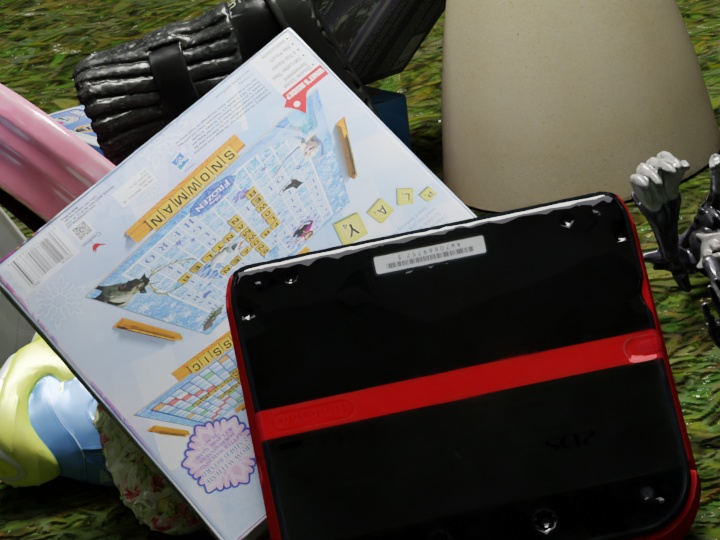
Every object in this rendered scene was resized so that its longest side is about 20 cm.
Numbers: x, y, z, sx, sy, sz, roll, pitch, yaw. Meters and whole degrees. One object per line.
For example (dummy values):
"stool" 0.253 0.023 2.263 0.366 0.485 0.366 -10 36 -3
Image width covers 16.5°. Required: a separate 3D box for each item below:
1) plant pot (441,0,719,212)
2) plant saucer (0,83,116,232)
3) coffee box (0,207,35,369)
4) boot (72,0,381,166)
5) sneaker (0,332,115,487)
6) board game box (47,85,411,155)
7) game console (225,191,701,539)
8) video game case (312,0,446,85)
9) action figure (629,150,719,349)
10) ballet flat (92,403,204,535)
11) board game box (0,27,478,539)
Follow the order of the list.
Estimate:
"plant pot" 0.131 -0.164 1.620 0.187 0.200 0.187 -9 21 4
"plant saucer" -0.178 -0.042 1.526 0.051 0.201 0.201 -52 31 -7
"coffee box" -0.244 -0.004 1.496 0.080 0.113 0.200 -40 28 -8
"boot" -0.066 -0.073 1.533 0.158 0.211 0.079 -30 18 4
"sneaker" -0.130 0.047 1.363 0.105 0.076 0.200 15 52 10
"board game box" -0.101 -0.086 1.717 0.196 0.056 0.200 -18 21 -32
"game console" 0.047 0.062 1.156 0.200 0.177 0.031 -12 -23 -2
"video game case" 0.002 -0.167 1.635 0.019 0.143 0.200 46 36 16
"action figure" 0.214 -0.023 1.354 0.119 0.102 0.200 -13 24 1
"ballet flat" -0.104 0.041 1.282 0.076 0.064 0.200 -5 51 -3
"board game box" -0.046 0.011 1.224 0.200 0.041 0.200 -39 66 -8
